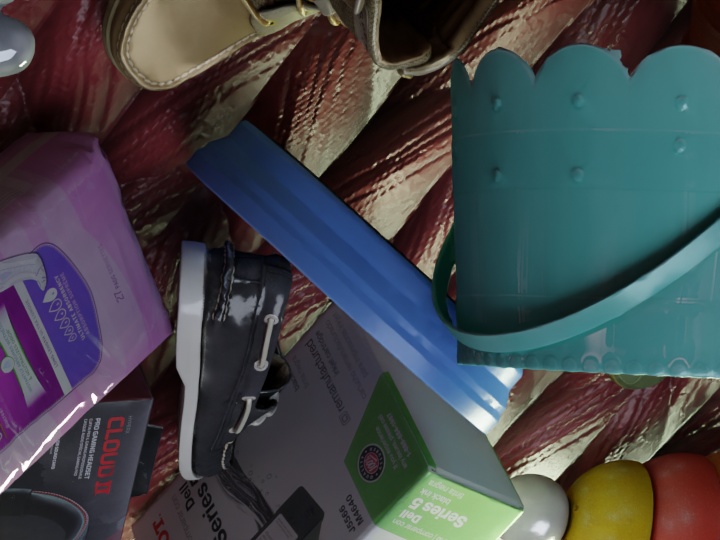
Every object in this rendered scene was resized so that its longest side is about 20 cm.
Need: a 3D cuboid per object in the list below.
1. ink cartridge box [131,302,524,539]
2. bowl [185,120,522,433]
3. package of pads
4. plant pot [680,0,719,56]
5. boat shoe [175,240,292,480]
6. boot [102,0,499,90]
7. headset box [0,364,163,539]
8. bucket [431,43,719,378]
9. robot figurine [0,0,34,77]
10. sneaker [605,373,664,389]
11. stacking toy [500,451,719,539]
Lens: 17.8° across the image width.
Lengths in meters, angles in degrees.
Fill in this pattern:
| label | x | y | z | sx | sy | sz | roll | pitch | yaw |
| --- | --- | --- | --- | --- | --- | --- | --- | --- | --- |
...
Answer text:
| label | x | y | z | sx | sy | sz | roll | pitch | yaw |
| --- | --- | --- | --- | --- | --- | --- | --- | --- | --- |
| ink cartridge box | -0.023 | 0.140 | 1.289 | 0.084 | 0.146 | 0.200 | 26 | 115 | -40 |
| bowl | 0.000 | 0.000 | 1.141 | 0.039 | 0.200 | 0.201 | -48 | 134 | 0 |
| package of pads | -0.184 | 0.033 | 1.092 | 0.200 | 0.075 | 0.121 | -44 | 126 | -34 |
| plant pot | 0.250 | -0.183 | 1.110 | 0.199 | 0.201 | 0.196 | -16 | 127 | -12 |
| boat shoe | -0.066 | 0.051 | 1.215 | 0.060 | 0.074 | 0.201 | 3 | 144 | -2 |
| boot | -0.023 | -0.127 | 1.035 | 0.199 | 0.156 | 0.073 | -37 | 128 | 6 |
| headset box | -0.204 | 0.103 | 1.217 | 0.198 | 0.075 | 0.149 | -2 | 129 | -25 |
| bucket | 0.130 | -0.021 | 1.017 | 0.206 | 0.207 | 0.136 | 4 | 87 | -29 |
| robot figurine | -0.191 | -0.157 | 0.959 | 0.198 | 0.113 | 0.171 | -19 | 107 | -10 |
| sneaker | 0.188 | 0.010 | 1.315 | 0.067 | 0.090 | 0.201 | -6 | 132 | -23 |
| stacking toy | 0.173 | 0.166 | 1.450 | 0.198 | 0.147 | 0.147 | 10 | 127 | -11 |
